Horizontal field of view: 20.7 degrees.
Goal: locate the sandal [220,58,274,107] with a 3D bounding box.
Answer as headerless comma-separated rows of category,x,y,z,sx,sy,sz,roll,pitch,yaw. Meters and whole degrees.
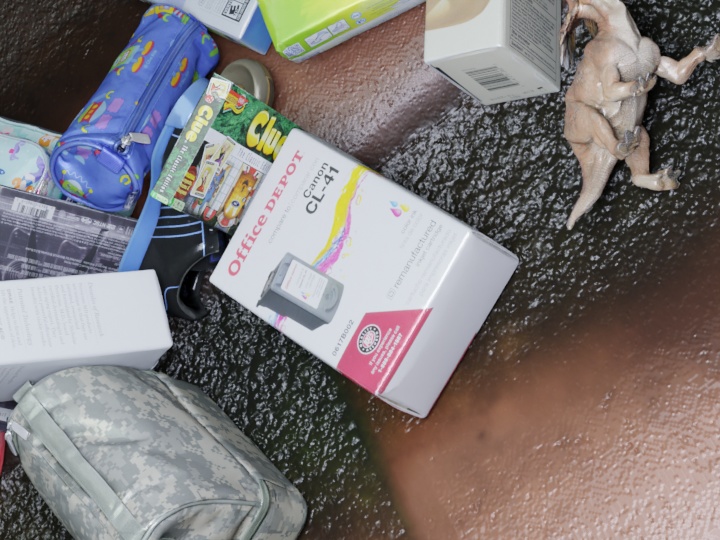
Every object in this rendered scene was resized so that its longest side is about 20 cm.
sandal,-0.139,-0.090,1.668,0.080,0.054,0.201,28,95,37

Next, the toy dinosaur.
toy dinosaur,0.180,-0.134,1.464,0.135,0.085,0.201,27,107,46

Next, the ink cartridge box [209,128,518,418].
ink cartridge box,0.000,0.000,1.531,0.200,0.085,0.148,31,93,34

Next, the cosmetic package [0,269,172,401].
cosmetic package,-0.261,0.054,1.561,0.102,0.199,0.075,-40,62,54

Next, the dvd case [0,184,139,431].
dvd case,-0.266,0.039,1.635,0.016,0.148,0.201,29,102,53

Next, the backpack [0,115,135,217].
backpack,-0.303,-0.028,1.707,0.177,0.150,0.201,17,89,34

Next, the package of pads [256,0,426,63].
package of pads,-0.027,-0.290,1.618,0.154,0.068,0.201,-24,77,12

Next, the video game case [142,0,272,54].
video game case,-0.113,-0.311,1.730,0.181,0.045,0.201,27,90,34

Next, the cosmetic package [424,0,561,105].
cosmetic package,0.105,-0.242,1.531,0.071,0.105,0.201,-8,69,31

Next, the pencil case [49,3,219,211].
pencil case,-0.185,-0.138,1.649,0.087,0.078,0.201,-30,26,45

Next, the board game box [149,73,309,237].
board game box,-0.092,-0.080,1.547,0.023,0.200,0.105,25,90,22

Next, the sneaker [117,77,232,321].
sneaker,-0.133,-0.054,1.604,0.078,0.070,0.201,27,115,15

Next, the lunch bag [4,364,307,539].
lunch bag,-0.169,0.167,1.536,0.140,0.167,0.200,-52,54,8

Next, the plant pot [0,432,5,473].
plant pot,-0.438,0.145,1.701,0.182,0.200,0.202,5,78,37
